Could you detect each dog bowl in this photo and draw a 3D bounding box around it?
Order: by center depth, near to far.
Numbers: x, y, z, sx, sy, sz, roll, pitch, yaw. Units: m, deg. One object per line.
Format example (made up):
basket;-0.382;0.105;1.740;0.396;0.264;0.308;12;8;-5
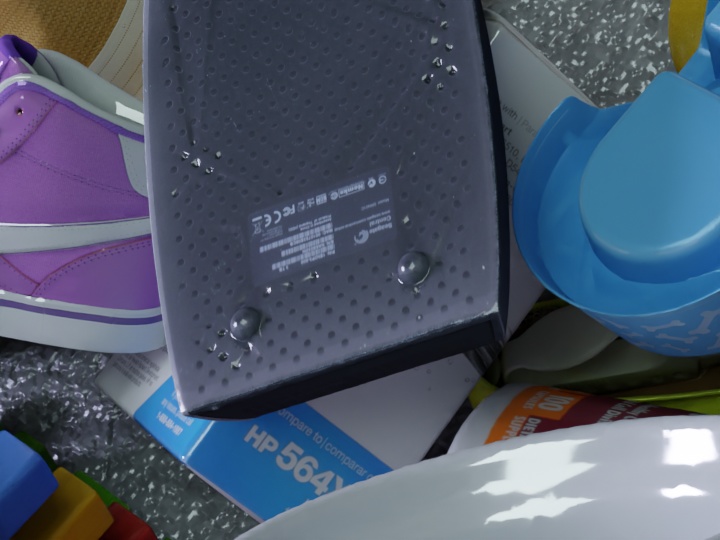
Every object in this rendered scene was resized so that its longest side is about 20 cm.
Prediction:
dog bowl;0.141;-0.054;0.866;0.200;0.050;0.111;-49;47;-8

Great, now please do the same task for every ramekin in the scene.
ramekin;0.054;0.119;0.754;0.199;0.200;0.098;-11;99;20

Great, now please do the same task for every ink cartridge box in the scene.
ink cartridge box;0.000;0.000;0.971;0.200;0.084;0.146;-53;20;-4

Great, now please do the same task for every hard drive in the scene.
hard drive;-0.011;-0.049;0.887;0.134;0.042;0.201;-19;59;20

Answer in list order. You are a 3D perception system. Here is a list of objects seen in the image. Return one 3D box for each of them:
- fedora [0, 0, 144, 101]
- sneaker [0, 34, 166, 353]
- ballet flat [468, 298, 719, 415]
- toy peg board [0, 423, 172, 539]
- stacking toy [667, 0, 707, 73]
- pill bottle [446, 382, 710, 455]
fedora;-0.135;-0.115;1.027;0.200;0.082;0.202;-34;43;39
sneaker;-0.165;-0.039;0.947;0.199;0.073;0.115;5;111;-4
ballet flat;0.130;0.026;0.948;0.199;0.067;0.067;-11;62;20
toy peg board;-0.163;0.085;0.992;0.199;0.200;0.098;30;67;32
stacking toy;0.169;-0.102;0.974;0.146;0.146;0.201;23;98;31
pill bottle;0.132;0.110;0.882;0.199;0.114;0.115;9;72;27
